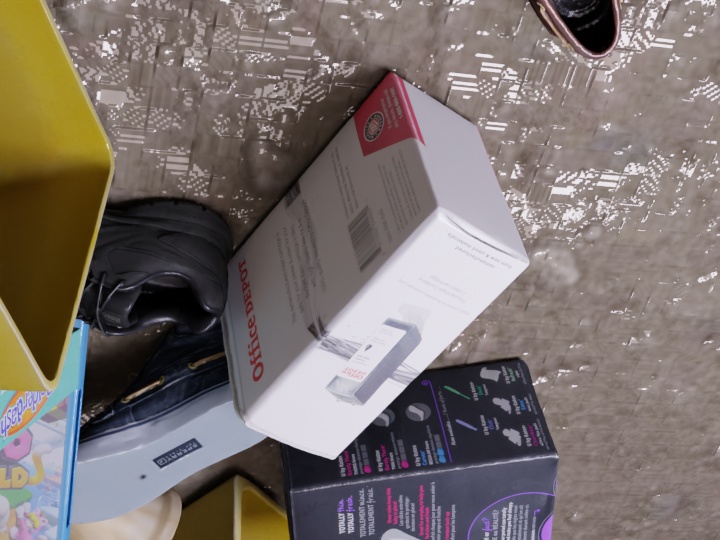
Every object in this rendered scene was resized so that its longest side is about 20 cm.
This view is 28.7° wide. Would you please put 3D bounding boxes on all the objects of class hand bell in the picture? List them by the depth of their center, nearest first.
[{"bbox_3d":[-0.236,0.144,1.032,0.104,0.104,0.200,-34,118,17],"label":"hand bell"}]

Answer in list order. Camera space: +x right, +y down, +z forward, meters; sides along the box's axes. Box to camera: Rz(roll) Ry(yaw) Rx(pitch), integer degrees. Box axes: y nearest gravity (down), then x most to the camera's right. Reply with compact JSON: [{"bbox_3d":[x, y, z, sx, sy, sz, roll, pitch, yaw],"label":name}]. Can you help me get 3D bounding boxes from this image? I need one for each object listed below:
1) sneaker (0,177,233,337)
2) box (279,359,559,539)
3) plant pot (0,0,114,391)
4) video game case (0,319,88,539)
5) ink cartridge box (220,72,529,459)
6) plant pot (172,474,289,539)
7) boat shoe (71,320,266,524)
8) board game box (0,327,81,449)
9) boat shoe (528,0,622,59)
[{"bbox_3d":[-0.176,-0.003,0.899,0.198,0.091,0.076,2,132,-13],"label":"sneaker"},{"bbox_3d":[0.041,0.156,1.075,0.198,0.106,0.123,-7,130,-6],"label":"box"},{"bbox_3d":[-0.265,-0.059,0.773,0.175,0.201,0.201,-8,133,12],"label":"plant pot"},{"bbox_3d":[-0.260,0.115,0.941,0.142,0.018,0.202,8,100,5],"label":"video game case"},{"bbox_3d":[0.000,0.000,0.903,0.084,0.146,0.200,27,121,-32],"label":"ink cartridge box"},{"bbox_3d":[-0.122,0.321,1.136,0.199,0.195,0.196,-26,132,21],"label":"plant pot"},{"bbox_3d":[-0.152,0.105,0.998,0.199,0.091,0.071,-24,134,6],"label":"boat shoe"},{"bbox_3d":[-0.289,0.059,0.841,0.198,0.152,0.045,9,106,12],"label":"board game box"},{"bbox_3d":[0.108,-0.210,0.796,0.070,0.071,0.200,-24,130,11],"label":"boat shoe"}]
